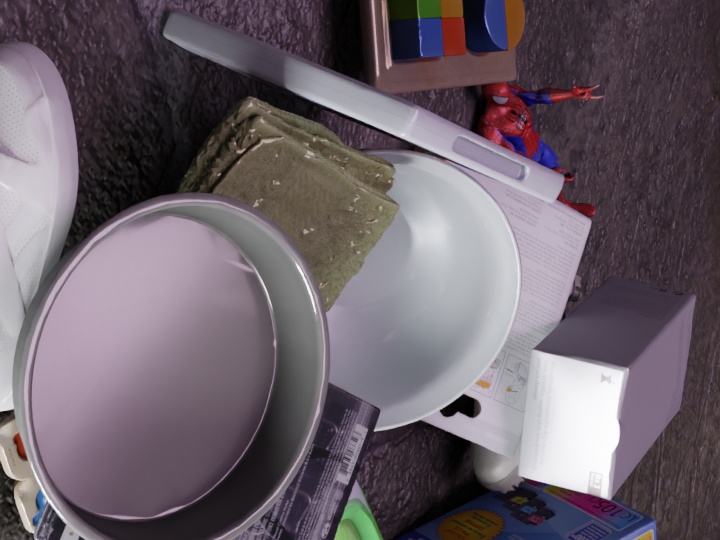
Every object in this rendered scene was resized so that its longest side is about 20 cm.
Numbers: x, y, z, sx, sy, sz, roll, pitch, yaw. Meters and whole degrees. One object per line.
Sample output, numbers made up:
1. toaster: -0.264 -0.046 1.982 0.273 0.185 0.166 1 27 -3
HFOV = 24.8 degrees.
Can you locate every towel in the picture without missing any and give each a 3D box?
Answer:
1. towel: -0.072 0.000 0.977 0.148 0.036 0.200 25 102 -45

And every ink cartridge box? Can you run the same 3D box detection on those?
1. ink cartridge box: 0.082 0.023 1.249 0.162 0.050 0.201 25 82 -35
2. ink cartridge box: 0.117 0.240 1.284 0.200 0.136 0.077 -24 117 -30

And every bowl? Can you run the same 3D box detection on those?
1. bowl: 0.000 0.000 1.090 0.200 0.090 0.202 -4 114 -9

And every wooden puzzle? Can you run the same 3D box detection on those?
1. wooden puzzle: 0.064 -0.224 1.175 0.200 0.046 0.186 -14 102 -53

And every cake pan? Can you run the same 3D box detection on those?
1. cake pan: -0.104 0.056 0.894 0.200 0.037 0.201 -7 101 -39

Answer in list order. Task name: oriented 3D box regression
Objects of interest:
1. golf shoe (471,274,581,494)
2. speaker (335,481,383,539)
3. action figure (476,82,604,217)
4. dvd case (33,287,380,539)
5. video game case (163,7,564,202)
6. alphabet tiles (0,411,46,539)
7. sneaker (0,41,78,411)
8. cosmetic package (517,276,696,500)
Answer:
1. golf shoe: 0.108 0.076 1.330 0.097 0.078 0.201 20 76 -37
2. speaker: -0.023 0.206 1.150 0.089 0.088 0.200 -51 136 -34
3. action figure: 0.160 -0.088 1.326 0.200 0.099 0.065 51 58 -44
4. dvd case: -0.082 0.116 0.959 0.200 0.016 0.149 30 75 -40
5. video game case: 0.004 -0.100 1.011 0.182 0.200 0.023 17 98 -55
6. alphabet tiles: -0.143 0.094 1.015 0.196 0.015 0.201 -42 130 -42
7. sneaker: -0.212 -0.020 0.839 0.115 0.073 0.201 -4 103 -57
8. cosmetic package: 0.199 0.088 1.302 0.200 0.081 0.113 -28 127 -59
